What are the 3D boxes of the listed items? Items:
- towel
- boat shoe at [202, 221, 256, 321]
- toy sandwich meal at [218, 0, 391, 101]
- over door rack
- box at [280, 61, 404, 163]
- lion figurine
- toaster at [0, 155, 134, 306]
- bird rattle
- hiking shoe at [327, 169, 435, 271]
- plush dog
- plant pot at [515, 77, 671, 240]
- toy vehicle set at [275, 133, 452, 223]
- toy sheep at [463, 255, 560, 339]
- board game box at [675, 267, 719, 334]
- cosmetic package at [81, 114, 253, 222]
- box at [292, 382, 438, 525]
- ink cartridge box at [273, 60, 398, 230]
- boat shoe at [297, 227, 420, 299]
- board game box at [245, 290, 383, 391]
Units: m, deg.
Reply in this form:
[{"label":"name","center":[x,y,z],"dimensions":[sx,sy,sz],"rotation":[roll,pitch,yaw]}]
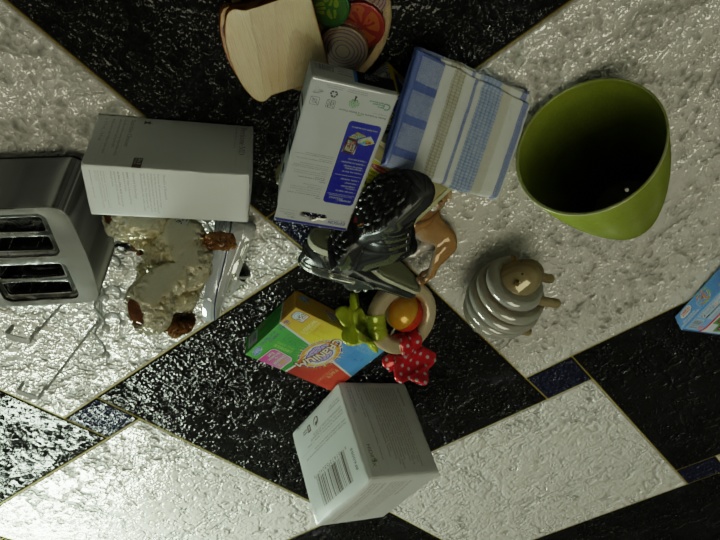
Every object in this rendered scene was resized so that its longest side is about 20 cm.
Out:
[{"label":"towel","center":[0.123,-0.178,0.805],"dimensions":[0.198,0.024,0.148],"rotation":[9,102,-34]},{"label":"boat shoe","center":[-0.201,0.007,0.986],"dimensions":[0.066,0.074,0.201],"rotation":[8,133,-14]},{"label":"toy sandwich meal","center":[-0.061,-0.275,0.725],"dimensions":[0.203,0.071,0.206],"rotation":[-3,135,-3]},{"label":"over door rack","center":[-0.420,0.090,0.962],"dimensions":[0.066,0.200,0.149],"rotation":[27,133,9]},{"label":"box","center":[-0.017,-0.170,0.834],"dimensions":[0.199,0.071,0.064],"rotation":[-36,129,26]},{"label":"lion figurine","center":[0.103,-0.062,0.968],"dimensions":[0.122,0.073,0.200],"rotation":[-33,145,7]},{"label":"toaster","center":[-0.434,-0.053,0.870],"dimensions":[0.197,0.119,0.182],"rotation":[-2,136,-4]},{"label":"bird rattle","center":[0.066,0.096,1.076],"dimensions":[0.199,0.113,0.164],"rotation":[32,93,-23]},{"label":"hiking shoe","center":[0.040,-0.060,0.822],"dimensions":[0.100,0.077,0.200],"rotation":[8,151,-34]},{"label":"plush dog","center":[-0.265,-0.003,0.909],"dimensions":[0.159,0.202,0.172],"rotation":[-14,165,-25]},{"label":"plant pot","center":[0.333,-0.121,0.868],"dimensions":[0.186,0.189,0.199],"rotation":[-30,146,22]},{"label":"toy vehicle set","center":[0.007,-0.117,0.823],"dimensions":[0.199,0.027,0.124],"rotation":[26,127,-32]},{"label":"toy sheep","center":[0.234,0.050,1.044],"dimensions":[0.136,0.139,0.201],"rotation":[9,139,-15]},{"label":"board game box","center":[0.703,0.060,1.170],"dimensions":[0.198,0.037,0.152],"rotation":[9,133,-14]},{"label":"cosmetic package","center":[-0.237,-0.130,0.822],"dimensions":[0.197,0.114,0.082],"rotation":[0,136,-9]},{"label":"box","center":[0.004,0.349,1.239],"dimensions":[0.170,0.201,0.199],"rotation":[9,135,-35]},{"label":"ink cartridge box","center":[-0.035,-0.136,0.746],"dimensions":[0.098,0.039,0.201],"rotation":[8,133,-18]},{"label":"boat shoe","center":[0.000,0.000,1.004],"dimensions":[0.198,0.072,0.068],"rotation":[21,123,-15]},{"label":"board game box","center":[-0.080,0.131,1.147],"dimensions":[0.199,0.041,0.153],"rotation":[29,125,-30]}]
